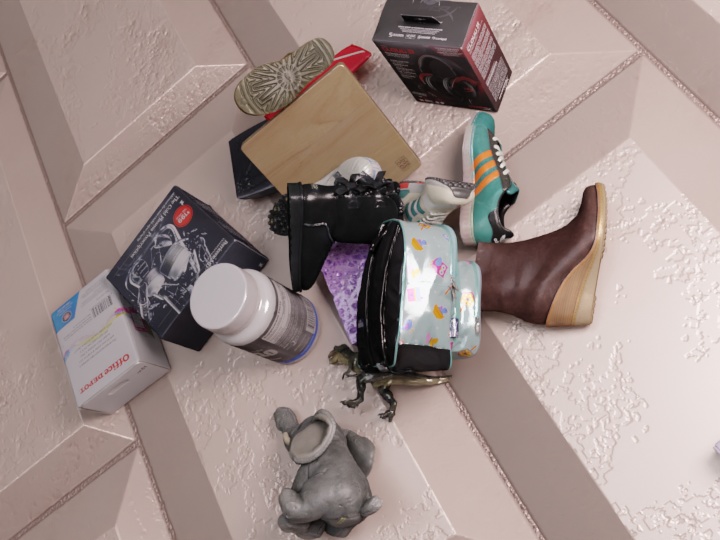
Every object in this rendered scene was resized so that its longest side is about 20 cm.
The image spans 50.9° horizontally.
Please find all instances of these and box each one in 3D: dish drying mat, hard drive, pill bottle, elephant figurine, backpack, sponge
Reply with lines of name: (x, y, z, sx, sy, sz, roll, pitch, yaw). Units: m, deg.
dish drying mat: (-0.073, -0.312, 1.279, 0.200, 0.018, 0.077, -40, 42, -6)
hard drive: (-0.126, -0.203, 1.288, 0.199, 0.042, 0.136, -21, 64, 18)
pill bottle: (-0.152, 0.064, 1.114, 0.113, 0.200, 0.114, -9, 68, 24)
elephant figurine: (-0.052, 0.255, 1.048, 0.154, 0.142, 0.201, 1, 53, -2)
backpack: (0.075, 0.033, 1.004, 0.152, 0.176, 0.201, -1, 82, -14)
sponge: (0.000, 0.000, 1.142, 0.111, 0.030, 0.201, -28, 70, 13)

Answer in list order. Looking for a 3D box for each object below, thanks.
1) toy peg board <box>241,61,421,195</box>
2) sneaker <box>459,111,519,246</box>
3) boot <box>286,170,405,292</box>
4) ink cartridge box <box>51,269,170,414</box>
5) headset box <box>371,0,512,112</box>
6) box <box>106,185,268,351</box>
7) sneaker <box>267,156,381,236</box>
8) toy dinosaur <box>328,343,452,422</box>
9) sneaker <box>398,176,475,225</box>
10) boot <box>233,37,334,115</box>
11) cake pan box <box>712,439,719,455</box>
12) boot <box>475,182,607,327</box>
toy peg board: (-0.045, -0.194, 1.183, 0.200, 0.199, 0.098, -36, 24, 16)
sneaker: (0.191, -0.133, 1.089, 0.079, 0.071, 0.201, -1, 80, 25)
boot: (-0.024, -0.052, 1.092, 0.161, 0.199, 0.074, -3, 38, -8)
ink cartridge box: (-0.433, 0.124, 1.306, 0.144, 0.085, 0.201, -36, 59, 12)
headset box: (0.120, -0.320, 1.111, 0.148, 0.200, 0.075, 16, 80, 30)
box: (-0.290, -0.004, 1.267, 0.182, 0.104, 0.200, 38, 92, 31)
sneaker: (-0.052, -0.105, 1.142, 0.199, 0.072, 0.072, -27, 70, 22)
toy dinosaur: (0.024, 0.163, 1.083, 0.199, 0.047, 0.089, 13, 72, 27)
sneaker: (0.102, -0.080, 1.071, 0.200, 0.070, 0.094, -167, 83, -70)
boot: (-0.134, -0.287, 1.179, 0.175, 0.066, 0.200, -32, 15, -15)
cake pan box: (0.517, 0.204, 0.811, 0.184, 0.052, 0.200, -43, 59, 5)
boot: (0.239, -0.028, 1.012, 0.165, 0.072, 0.201, 9, 84, 19)
